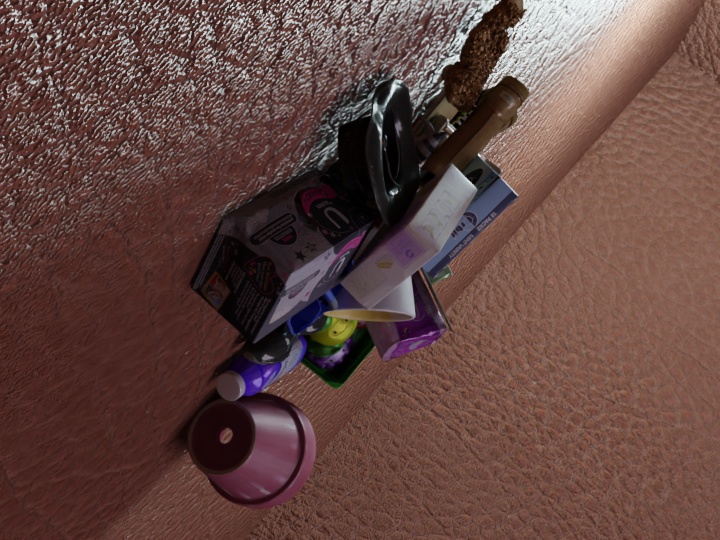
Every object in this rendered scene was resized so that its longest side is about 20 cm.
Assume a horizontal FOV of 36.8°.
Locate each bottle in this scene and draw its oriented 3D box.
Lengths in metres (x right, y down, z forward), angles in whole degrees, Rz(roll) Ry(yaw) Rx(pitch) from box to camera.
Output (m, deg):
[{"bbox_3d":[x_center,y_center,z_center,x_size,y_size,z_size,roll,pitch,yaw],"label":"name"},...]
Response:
[{"bbox_3d":[-0.165,0.158,1.786,0.084,0.065,0.200,-55,168,28],"label":"bottle"}]

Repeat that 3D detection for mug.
[{"bbox_3d":[0.000,-0.001,1.744,0.149,0.186,0.154,16,74,-58],"label":"mug"}]

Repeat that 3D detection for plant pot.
[{"bbox_3d":[-0.199,0.298,1.844,0.200,0.200,0.179,-50,153,-1],"label":"plant pot"}]

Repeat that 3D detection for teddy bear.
[{"bbox_3d":[0.178,-0.331,1.577,0.200,0.067,0.145,-60,180,32],"label":"teddy bear"}]

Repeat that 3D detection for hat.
[{"bbox_3d":[0.013,-0.150,1.393,0.200,0.081,0.202,-1,90,-69],"label":"hat"}]

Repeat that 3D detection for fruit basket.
[{"bbox_3d":[-0.036,0.096,1.936,0.216,0.155,0.216,-50,-173,8],"label":"fruit basket"}]

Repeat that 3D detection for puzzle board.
[{"bbox_3d":[0.099,-0.219,1.727,0.200,0.017,0.151,-50,170,2],"label":"puzzle board"}]

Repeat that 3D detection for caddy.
[{"bbox_3d":[-0.073,0.019,1.584,0.141,0.105,0.200,-47,169,-10],"label":"caddy"}]

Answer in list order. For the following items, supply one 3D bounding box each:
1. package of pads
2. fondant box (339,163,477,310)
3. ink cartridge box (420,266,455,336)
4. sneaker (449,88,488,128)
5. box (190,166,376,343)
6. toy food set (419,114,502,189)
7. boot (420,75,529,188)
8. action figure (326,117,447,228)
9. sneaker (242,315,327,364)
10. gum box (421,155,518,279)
[{"bbox_3d":[0.053,0.045,1.867,0.120,0.201,0.076,-17,161,-24],"label":"package of pads"},{"bbox_3d":[0.068,-0.048,1.463,0.144,0.058,0.200,-40,-171,34],"label":"fondant box"},{"bbox_3d":[0.126,0.000,1.849,0.048,0.201,0.146,-29,-166,2],"label":"ink cartridge box"},{"bbox_3d":[0.171,-0.228,1.831,0.200,0.072,0.083,-50,170,0],"label":"sneaker"},{"bbox_3d":[-0.092,-0.023,1.354,0.200,0.115,0.132,-37,163,-52],"label":"box"},{"bbox_3d":[0.138,-0.148,1.747,0.144,0.060,0.200,-51,140,5],"label":"toy food set"},{"bbox_3d":[0.157,-0.192,1.630,0.200,0.066,0.175,-48,174,-12],"label":"boot"},{"bbox_3d":[0.029,-0.134,1.516,0.194,0.104,0.200,-61,168,9],"label":"action figure"},{"bbox_3d":[-0.123,0.081,1.743,0.200,0.075,0.080,-39,145,-50],"label":"sneaker"},{"bbox_3d":[0.141,-0.086,1.616,0.170,0.045,0.200,-44,-165,8],"label":"gum box"}]
